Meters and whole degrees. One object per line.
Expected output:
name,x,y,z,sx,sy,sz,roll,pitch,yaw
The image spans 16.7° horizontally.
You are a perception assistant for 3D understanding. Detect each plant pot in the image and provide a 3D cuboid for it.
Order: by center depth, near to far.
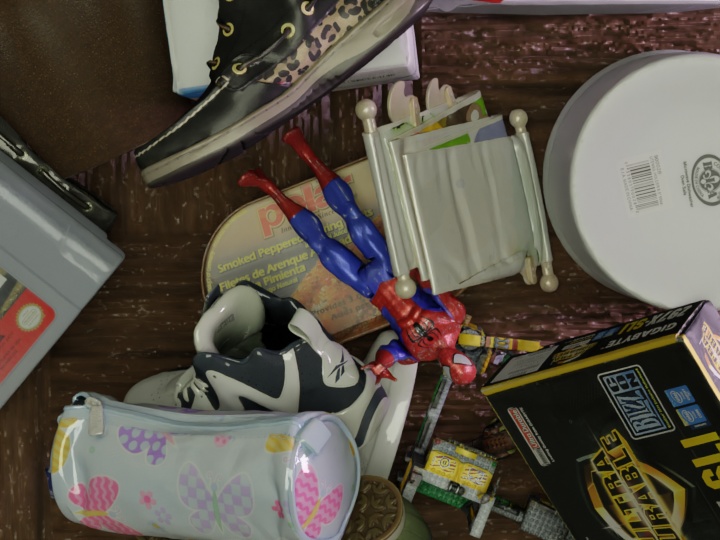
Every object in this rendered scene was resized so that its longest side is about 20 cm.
plant pot,-0.191,-0.168,1.581,0.187,0.187,0.200,-24,97,3

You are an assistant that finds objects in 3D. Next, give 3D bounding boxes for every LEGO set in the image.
LEGO set,0.112,0.121,1.616,0.200,0.116,0.154,30,94,-1

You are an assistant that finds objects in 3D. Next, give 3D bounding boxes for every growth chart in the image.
growth chart,0.066,-0.052,1.586,0.018,0.200,0.145,-9,88,36

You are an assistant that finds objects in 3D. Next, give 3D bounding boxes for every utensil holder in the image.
utensil holder,0.206,-0.058,1.563,0.170,0.200,0.170,0,93,1

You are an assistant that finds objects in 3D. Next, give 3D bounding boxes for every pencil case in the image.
pencil case,-0.098,0.123,1.534,0.200,0.083,0.091,4,109,32

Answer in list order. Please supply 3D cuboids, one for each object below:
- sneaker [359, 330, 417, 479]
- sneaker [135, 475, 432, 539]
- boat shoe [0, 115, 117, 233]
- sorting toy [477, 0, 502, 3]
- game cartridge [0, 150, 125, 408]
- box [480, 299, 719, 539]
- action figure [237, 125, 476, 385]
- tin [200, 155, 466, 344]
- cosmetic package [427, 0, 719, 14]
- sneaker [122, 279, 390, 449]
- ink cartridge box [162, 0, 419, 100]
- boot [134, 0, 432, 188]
sneaker,-0.038,0.120,1.643,0.115,0.074,0.200,19,95,-3
sneaker,-0.043,0.175,1.587,0.200,0.090,0.067,-4,62,29
boat shoe,-0.244,-0.087,1.641,0.066,0.072,0.201,-42,97,-2
sorting toy,0.018,-0.248,1.404,0.070,0.200,0.199,-35,65,41
game cartridge,-0.264,0.020,1.626,0.133,0.041,0.200,40,114,-3
box,0.191,0.126,1.510,0.160,0.049,0.200,-19,109,40
action figure,0.000,0.000,1.577,0.065,0.099,0.200,-44,85,12
tin,-0.010,-0.013,1.652,0.200,0.042,0.112,-20,97,3
cosmetic package,0.139,-0.206,1.565,0.200,0.107,0.090,0,93,-29
sneaker,-0.091,0.057,1.587,0.199,0.080,0.130,3,137,38
ink cartridge box,-0.045,-0.186,1.562,0.147,0.200,0.145,-7,91,2
boot,-0.076,-0.155,1.426,0.200,0.073,0.151,-36,91,-1
